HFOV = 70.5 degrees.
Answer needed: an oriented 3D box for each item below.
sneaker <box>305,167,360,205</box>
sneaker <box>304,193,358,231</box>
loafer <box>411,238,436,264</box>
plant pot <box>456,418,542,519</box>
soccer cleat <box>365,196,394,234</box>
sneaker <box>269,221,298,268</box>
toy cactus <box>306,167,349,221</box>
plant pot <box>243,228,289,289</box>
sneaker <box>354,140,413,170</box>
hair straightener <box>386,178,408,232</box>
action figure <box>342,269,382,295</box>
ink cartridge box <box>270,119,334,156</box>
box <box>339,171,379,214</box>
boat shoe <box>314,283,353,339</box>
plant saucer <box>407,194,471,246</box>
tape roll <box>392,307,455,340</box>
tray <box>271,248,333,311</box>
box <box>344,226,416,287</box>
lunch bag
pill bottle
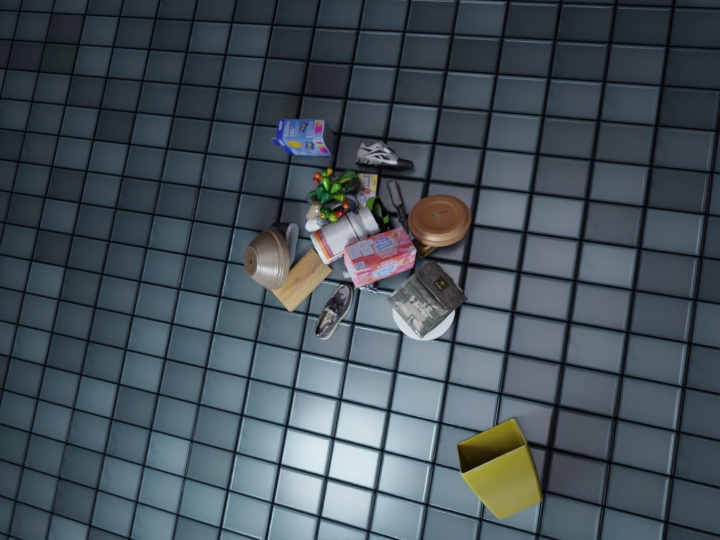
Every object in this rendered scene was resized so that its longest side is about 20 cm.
[{"bbox_3d":[-0.091,-0.270,1.681,0.198,0.078,0.086,-21,46,17],"label":"sneaker"},{"bbox_3d":[-0.102,-0.178,1.643,0.199,0.086,0.077,-27,118,18],"label":"sneaker"},{"bbox_3d":[0.177,-0.062,1.618,0.200,0.072,0.073,-40,105,8],"label":"loafer"},{"bbox_3d":[0.408,0.575,1.455,0.199,0.200,0.178,-28,90,8],"label":"plant pot"},{"bbox_3d":[0.075,-0.142,1.635,0.067,0.081,0.202,-27,96,-17],"label":"soccer cleat"},{"bbox_3d":[-0.278,-0.074,1.741,0.098,0.070,0.202,20,99,32],"label":"sneaker"},{"bbox_3d":[-0.118,-0.215,1.577,0.165,0.102,0.202,-42,59,36],"label":"toy cactus"},{"bbox_3d":[-0.322,-0.035,1.674,0.200,0.092,0.204,7,99,51],"label":"plant pot"},{"bbox_3d":[0.083,-0.383,1.682,0.198,0.074,0.090,11,88,13],"label":"sneaker"},{"bbox_3d":[0.120,-0.202,1.653,0.040,0.077,0.202,-12,82,9],"label":"hair straightener"},{"bbox_3d":[0.000,0.000,1.641,0.101,0.119,0.202,-25,67,8],"label":"action figure"},{"bbox_3d":[-0.198,-0.448,1.720,0.198,0.136,0.077,6,80,13],"label":"ink cartridge box"},{"bbox_3d":[-0.014,-0.224,1.705,0.135,0.038,0.203,6,86,14],"label":"box"},{"bbox_3d":[-0.089,0.135,1.670,0.072,0.065,0.201,31,91,15],"label":"boat shoe"},{"bbox_3d":[0.247,-0.165,1.597,0.198,0.032,0.202,-5,55,7],"label":"plant saucer"},{"bbox_3d":[0.201,0.121,1.621,0.200,0.037,0.205,-1,84,13],"label":"tape roll"},{"bbox_3d":[-0.198,0.032,1.721,0.200,0.037,0.099,-45,77,4],"label":"tray"},{"bbox_3d":[0.057,-0.042,1.543,0.198,0.095,0.103,-20,59,-14],"label":"box"},{"bbox_3d":[0.205,0.084,1.548,0.200,0.118,0.164,-41,77,-1],"label":"lunch bag"},{"bbox_3d":[-0.046,-0.112,1.580,0.199,0.110,0.110,-28,79,0],"label":"pill bottle"}]
